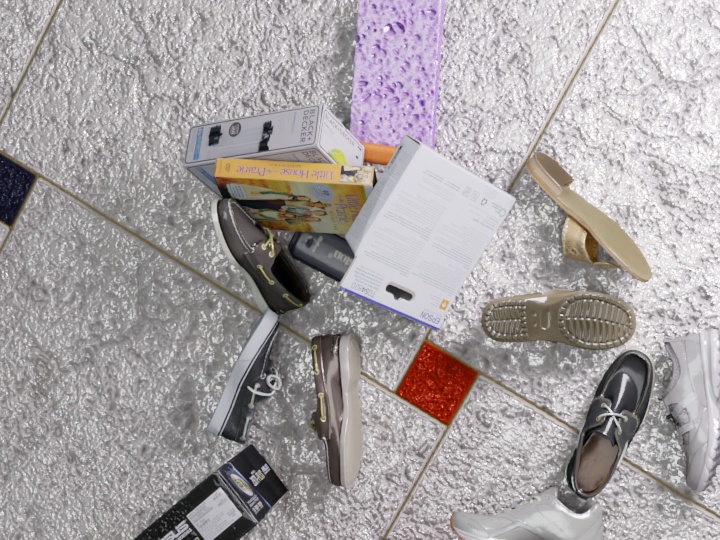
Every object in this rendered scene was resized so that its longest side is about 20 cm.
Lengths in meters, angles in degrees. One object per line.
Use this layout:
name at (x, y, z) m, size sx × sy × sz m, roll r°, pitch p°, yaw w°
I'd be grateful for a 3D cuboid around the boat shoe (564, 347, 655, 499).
boat shoe at (0.317, 0.194, 1.614) m, size 0.071 × 0.068 × 0.201 m, roll 25°, pitch 95°, yaw 10°

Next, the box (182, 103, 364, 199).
box at (-0.109, -0.143, 1.615) m, size 0.198 × 0.117 × 0.061 m, roll -5°, pitch 64°, yaw 26°

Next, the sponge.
sponge at (0.046, -0.250, 1.652) m, size 0.111 × 0.030 × 0.202 m, roll 5°, pitch 95°, yaw 12°

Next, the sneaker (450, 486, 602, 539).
sneaker at (0.215, 0.318, 1.646) m, size 0.198 × 0.076 × 0.093 m, roll 9°, pitch 88°, yaw 2°

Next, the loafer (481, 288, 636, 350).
loafer at (0.247, 0.057, 1.620) m, size 0.198 × 0.067 × 0.077 m, roll 5°, pitch 99°, yaw -5°

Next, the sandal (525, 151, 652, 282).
sandal at (0.272, -0.049, 1.614) m, size 0.212 × 0.077 × 0.070 m, roll 49°, pitch 121°, yaw 10°

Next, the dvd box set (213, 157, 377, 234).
dvd box set at (-0.073, -0.090, 1.611) m, size 0.198 × 0.147 × 0.030 m, roll 4°, pitch 67°, yaw 8°

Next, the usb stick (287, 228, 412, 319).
usb stick at (0.000, 0.000, 1.677) m, size 0.199 × 0.033 × 0.056 m, roll 28°, pitch 95°, yaw 8°

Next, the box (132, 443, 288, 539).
box at (-0.209, 0.334, 1.675) m, size 0.200 × 0.164 × 0.086 m, roll -41°, pitch 86°, yaw 12°

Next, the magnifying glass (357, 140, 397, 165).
magnifying glass at (-0.031, -0.159, 1.656) m, size 0.199 × 0.022 × 0.080 m, roll 12°, pitch 105°, yaw 25°

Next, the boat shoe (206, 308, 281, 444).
boat shoe at (-0.137, 0.144, 1.684) m, size 0.068 × 0.074 × 0.200 m, roll 25°, pitch 110°, yaw -2°

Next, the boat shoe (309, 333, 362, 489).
boat shoe at (-0.034, 0.184, 1.680) m, size 0.059 × 0.072 × 0.202 m, roll -1°, pitch 90°, yaw 17°

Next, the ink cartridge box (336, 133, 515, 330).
ink cartridge box at (0.076, -0.043, 1.589) m, size 0.041 × 0.199 × 0.201 m, roll 37°, pitch 99°, yaw 46°

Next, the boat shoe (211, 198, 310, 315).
boat shoe at (-0.127, -0.022, 1.640) m, size 0.060 × 0.072 × 0.202 m, roll -13°, pitch 134°, yaw 17°

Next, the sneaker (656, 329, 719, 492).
sneaker at (0.412, 0.174, 1.602) m, size 0.081 × 0.075 × 0.202 m, roll 0°, pitch 87°, yaw 25°
